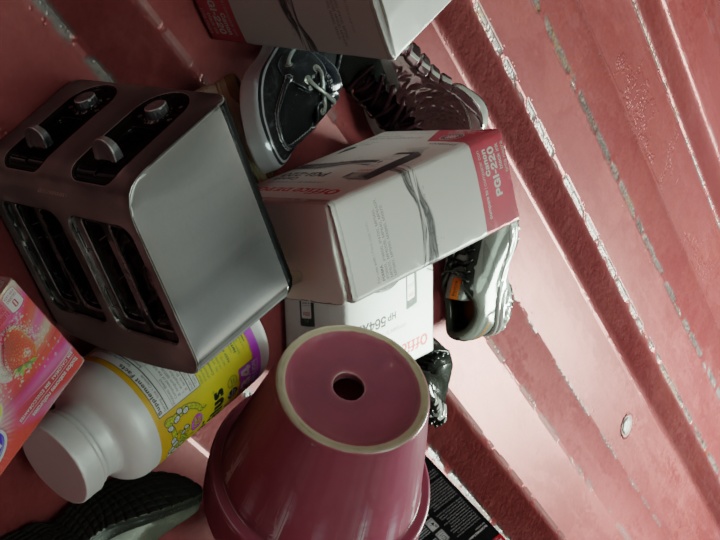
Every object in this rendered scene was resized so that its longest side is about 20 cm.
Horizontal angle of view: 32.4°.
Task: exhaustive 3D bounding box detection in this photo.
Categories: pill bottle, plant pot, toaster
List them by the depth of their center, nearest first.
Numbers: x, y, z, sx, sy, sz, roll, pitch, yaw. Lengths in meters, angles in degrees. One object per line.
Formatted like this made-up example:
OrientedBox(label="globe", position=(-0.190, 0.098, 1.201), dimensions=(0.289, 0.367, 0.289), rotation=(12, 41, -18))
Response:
OrientedBox(label="toaster", position=(-0.160, -0.031, 0.914), dimensions=(0.119, 0.180, 0.201), rotation=(-43, 130, -33))
OrientedBox(label="pill bottle", position=(-0.172, 0.096, 0.991), dimensions=(0.200, 0.104, 0.105), rotation=(-40, 129, -39))
OrientedBox(label="plant pot", position=(-0.025, 0.151, 1.043), dimensions=(0.200, 0.200, 0.179), rotation=(-40, 159, -39))

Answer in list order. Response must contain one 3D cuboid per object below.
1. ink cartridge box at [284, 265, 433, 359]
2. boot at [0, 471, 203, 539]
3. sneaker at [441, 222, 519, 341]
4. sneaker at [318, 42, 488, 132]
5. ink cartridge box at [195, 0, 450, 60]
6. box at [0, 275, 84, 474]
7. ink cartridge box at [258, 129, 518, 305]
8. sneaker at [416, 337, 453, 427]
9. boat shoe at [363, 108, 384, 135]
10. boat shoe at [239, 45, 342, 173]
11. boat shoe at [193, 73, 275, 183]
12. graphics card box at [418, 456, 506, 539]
OrientedBox(label="ink cartridge box", position=(0.000, 0.000, 1.204), dimensions=(0.146, 0.084, 0.201), rotation=(-22, 116, -48))
OrientedBox(label="boot", position=(-0.216, 0.255, 1.020), dimensions=(0.199, 0.068, 0.131), rotation=(-21, 121, -40))
OrientedBox(label="sneaker", position=(0.127, -0.013, 1.379), dimensions=(0.079, 0.074, 0.201), rotation=(-20, 116, -42))
OrientedBox(label="sneaker", position=(0.035, -0.147, 1.146), dimensions=(0.199, 0.076, 0.116), rotation=(26, 53, -22))
OrientedBox(label="ink cartridge box", position=(-0.022, -0.251, 1.011), dimensions=(0.146, 0.199, 0.085), rotation=(-49, 135, -32))
OrientedBox(label="box", position=(-0.298, 0.101, 0.833), dimensions=(0.200, 0.102, 0.095), rotation=(-58, 139, -26))
OrientedBox(label="ink cartridge box", position=(0.008, -0.049, 1.012), dimensions=(0.200, 0.145, 0.085), rotation=(-28, 112, -37))
OrientedBox(label="sneaker", position=(0.060, 0.110, 1.300), dimensions=(0.200, 0.066, 0.091), rotation=(56, 41, -74))
OrientedBox(label="boat shoe", position=(0.075, -0.144, 1.275), dimensions=(0.200, 0.069, 0.072), rotation=(33, 116, -28))
OrientedBox(label="boat shoe", position=(-0.050, -0.154, 1.042), dimensions=(0.200, 0.067, 0.072), rotation=(-76, 149, -54))
OrientedBox(label="boat shoe", position=(-0.104, -0.072, 1.074), dimensions=(0.065, 0.072, 0.201), rotation=(-21, 125, -3))
OrientedBox(label="graphics card box", position=(0.040, 0.243, 1.238), dimensions=(0.125, 0.200, 0.051), rotation=(-29, 159, -45))
